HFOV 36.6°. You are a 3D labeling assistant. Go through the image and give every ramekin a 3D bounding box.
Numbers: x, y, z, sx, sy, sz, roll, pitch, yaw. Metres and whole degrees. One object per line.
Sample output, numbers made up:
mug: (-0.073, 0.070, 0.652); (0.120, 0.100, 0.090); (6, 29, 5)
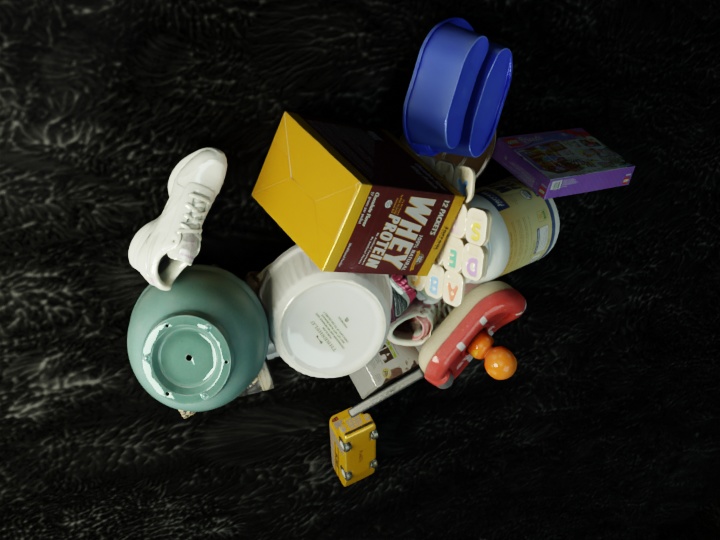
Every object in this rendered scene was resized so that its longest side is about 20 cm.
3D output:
ramekin: (-0.045, 0.062, 1.564); (0.199, 0.095, 0.205); (-4, 117, -8)

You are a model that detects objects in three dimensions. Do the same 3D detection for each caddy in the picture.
caddy: (0.131, -0.257, 1.558); (0.140, 0.104, 0.203); (11, 99, -51)

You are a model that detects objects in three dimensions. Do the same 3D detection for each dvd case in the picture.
dvd case: (0.060, 0.199, 1.850); (0.141, 0.018, 0.200); (-31, 174, 10)

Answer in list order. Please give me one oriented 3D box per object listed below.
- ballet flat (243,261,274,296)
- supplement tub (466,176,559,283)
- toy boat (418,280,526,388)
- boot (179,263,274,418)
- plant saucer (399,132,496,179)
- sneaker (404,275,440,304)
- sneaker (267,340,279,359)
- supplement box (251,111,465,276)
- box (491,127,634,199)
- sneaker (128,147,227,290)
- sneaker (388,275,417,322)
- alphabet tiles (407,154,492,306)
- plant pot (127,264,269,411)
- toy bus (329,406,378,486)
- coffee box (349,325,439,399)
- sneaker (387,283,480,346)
ballet flat: (-0.089, 0.007, 1.636); (0.198, 0.068, 0.068); (-19, 128, -30)
supplement tub: (0.209, -0.063, 1.748); (0.198, 0.144, 0.146); (-21, 137, -41)
toy boat: (0.193, 0.118, 1.716); (0.201, 0.130, 0.131); (-49, 161, -1)
boot: (-0.223, 0.107, 1.571); (0.149, 0.073, 0.202); (-23, 108, -1)
plant saucer: (0.139, -0.184, 1.691); (0.198, 0.035, 0.202); (-24, 137, -23)
sneaker: (0.085, -0.044, 1.663); (0.201, 0.090, 0.078); (50, 57, -12)
sneaker: (-0.160, 0.096, 1.641); (0.199, 0.075, 0.082); (-37, 142, -8)
supplement box: (-0.004, -0.103, 1.507); (0.198, 0.197, 0.134); (3, 122, -43)
box: (0.332, -0.177, 1.781); (0.198, 0.137, 0.040); (-11, 130, -34)
sneaker: (-0.224, -0.064, 1.429); (0.074, 0.100, 0.201); (18, 109, -45)
sneaker: (0.000, 0.000, 1.631); (0.200, 0.080, 0.075); (43, 78, -19)
alphabet tiles: (0.110, -0.057, 1.548); (0.014, 0.199, 0.199); (-8, 110, -37)
plant pot: (-0.225, 0.103, 1.467); (0.197, 0.134, 0.204); (0, 100, -1)
toy bus: (-0.013, 0.308, 1.926); (0.064, 0.079, 0.201); (-22, 146, -15)
coffee box: (0.079, 0.128, 1.840); (0.198, 0.081, 0.113); (-28, 172, -18)
sneaker: (0.118, 0.067, 1.744); (0.197, 0.105, 0.076); (-15, 119, -12)
